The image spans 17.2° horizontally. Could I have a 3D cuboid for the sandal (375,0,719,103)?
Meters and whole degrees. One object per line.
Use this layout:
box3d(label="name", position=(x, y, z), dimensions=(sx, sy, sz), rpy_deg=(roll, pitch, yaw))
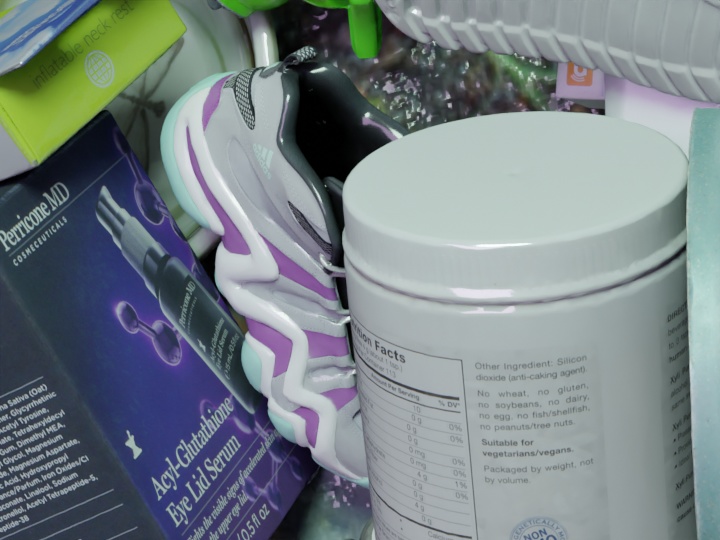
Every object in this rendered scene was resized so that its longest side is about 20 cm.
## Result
box3d(label="sandal", position=(0.094, -0.118, 0.936), dimensions=(0.202, 0.082, 0.050), rpy_deg=(13, 54, 27))

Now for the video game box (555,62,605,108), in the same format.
box3d(label="video game box", position=(0.182, -0.154, 0.974), dimensions=(0.200, 0.047, 0.182), rpy_deg=(4, 92, 30))

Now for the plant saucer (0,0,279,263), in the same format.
box3d(label="plant saucer", position=(-0.115, -0.083, 1.134), dimensions=(0.200, 0.050, 0.200), rpy_deg=(-2, 86, 29))

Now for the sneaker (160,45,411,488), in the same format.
box3d(label="sneaker", position=(0.000, 0.000, 1.000), dimensions=(0.140, 0.078, 0.200), rpy_deg=(-17, 105, 56))

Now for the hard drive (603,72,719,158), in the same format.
box3d(label="hard drive", position=(0.159, -0.107, 0.945), dimensions=(0.132, 0.025, 0.200), rpy_deg=(-2, 89, 30))

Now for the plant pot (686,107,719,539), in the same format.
box3d(label="plant pot", position=(0.188, 0.040, 0.833), dimensions=(0.134, 0.200, 0.200), rpy_deg=(-2, 86, 11))

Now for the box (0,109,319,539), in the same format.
box3d(label="box", position=(-0.127, 0.054, 1.039), dimensions=(0.104, 0.148, 0.200), rpy_deg=(-24, 104, 26))

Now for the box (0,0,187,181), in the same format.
box3d(label="box", position=(-0.168, -0.075, 1.044), dimensions=(0.200, 0.122, 0.048), rpy_deg=(-16, 114, 41))

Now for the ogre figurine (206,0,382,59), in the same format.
box3d(label="ogre figurine", position=(-0.006, -0.162, 1.020), dimensions=(0.200, 0.120, 0.098), rpy_deg=(-18, 49, -11))

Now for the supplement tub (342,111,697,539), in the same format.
box3d(label="supplement tub", position=(0.065, 0.055, 0.891), dimensions=(0.132, 0.132, 0.200), rpy_deg=(9, 117, 29))

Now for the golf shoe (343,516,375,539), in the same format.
box3d(label="golf shoe", position=(0.073, 0.169, 1.001), dimensions=(0.094, 0.078, 0.200), rpy_deg=(-47, 70, 16))
